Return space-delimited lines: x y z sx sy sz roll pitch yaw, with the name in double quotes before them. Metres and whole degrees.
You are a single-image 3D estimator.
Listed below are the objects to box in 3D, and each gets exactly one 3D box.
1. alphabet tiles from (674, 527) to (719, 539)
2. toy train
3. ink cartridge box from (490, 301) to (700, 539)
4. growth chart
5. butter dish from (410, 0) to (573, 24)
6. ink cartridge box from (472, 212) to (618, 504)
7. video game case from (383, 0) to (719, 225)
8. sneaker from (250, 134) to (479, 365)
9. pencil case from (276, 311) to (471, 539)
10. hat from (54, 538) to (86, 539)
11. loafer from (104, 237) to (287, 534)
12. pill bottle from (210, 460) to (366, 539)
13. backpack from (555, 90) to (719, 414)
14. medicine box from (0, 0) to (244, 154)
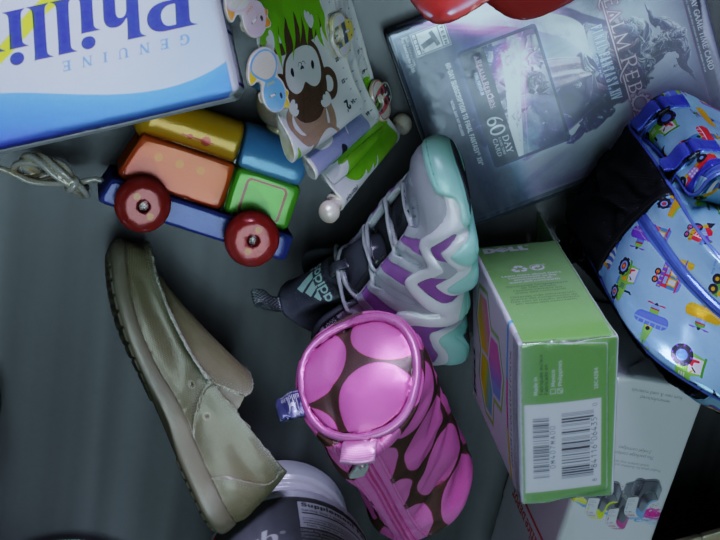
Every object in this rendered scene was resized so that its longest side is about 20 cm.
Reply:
"alphabet tiles" 0.238 0.248 1.119 0.198 0.006 0.168 -14 111 -5
"toy train" -0.125 -0.087 1.021 0.198 0.085 0.117 18 100 -14
"ink cartridge box" 0.154 0.135 1.127 0.067 0.115 0.202 10 113 -13
"growth chart" -0.026 -0.129 0.974 0.018 0.145 0.201 0 126 27
"butter dish" 0.107 -0.223 0.951 0.199 0.201 0.148 -37 139 11
"ink cartridge box" 0.105 0.048 1.036 0.059 0.200 0.105 -5 113 -6
"video game case" 0.130 -0.122 1.067 0.198 0.019 0.144 -20 114 3
"sneaker" 0.000 0.000 1.040 0.138 0.078 0.201 -6 140 -3
"pencil case" 0.017 0.107 1.052 0.090 0.095 0.200 -14 152 9
"hat" -0.201 0.290 1.114 0.199 0.176 0.167 24 108 -16
"loafer" -0.107 0.067 1.080 0.067 0.076 0.202 -23 99 -11
"pill bottle" -0.045 0.216 1.090 0.114 0.200 0.117 -3 114 -6
"backpack" 0.234 0.005 1.024 0.181 0.201 0.135 23 114 -22
"medicine box" -0.173 -0.175 0.932 0.180 0.103 0.202 -13 95 -2
